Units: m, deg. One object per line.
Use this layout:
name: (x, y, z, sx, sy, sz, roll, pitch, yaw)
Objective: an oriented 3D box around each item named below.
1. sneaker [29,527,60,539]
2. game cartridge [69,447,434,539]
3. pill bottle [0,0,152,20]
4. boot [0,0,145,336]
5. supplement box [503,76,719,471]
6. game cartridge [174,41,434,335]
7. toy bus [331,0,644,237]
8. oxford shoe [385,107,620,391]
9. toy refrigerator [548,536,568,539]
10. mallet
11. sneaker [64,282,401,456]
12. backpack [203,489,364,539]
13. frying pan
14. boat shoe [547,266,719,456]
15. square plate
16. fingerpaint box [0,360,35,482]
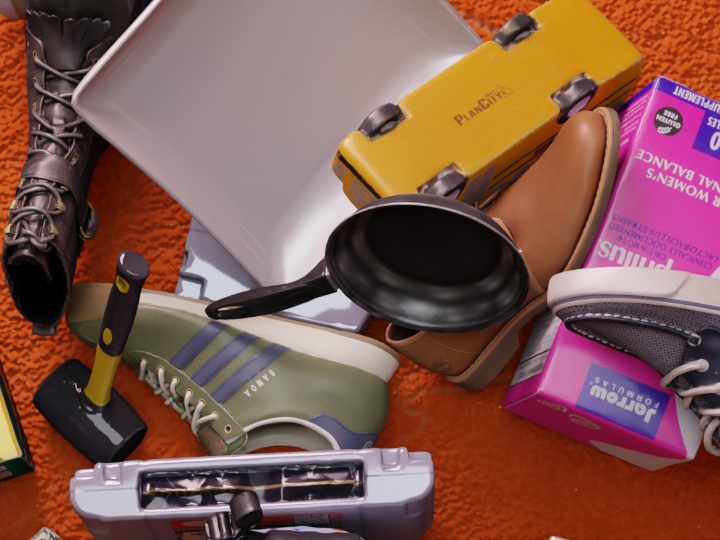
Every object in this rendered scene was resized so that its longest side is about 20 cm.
sneaker: (-0.261, 0.176, 1.565, 0.200, 0.077, 0.089, 7, 66, -3)
game cartridge: (-0.057, 0.133, 1.529, 0.200, 0.133, 0.041, -3, 78, 1)
pill bottle: (-0.119, -0.212, 1.604, 0.200, 0.120, 0.120, -3, 78, 6)
boot: (-0.169, -0.078, 1.533, 0.069, 0.200, 0.174, 5, 54, 6)
supplement box: (0.171, 0.004, 1.562, 0.101, 0.103, 0.200, 22, 81, -5)
game cartridge: (-0.026, -0.063, 1.621, 0.133, 0.040, 0.200, 12, 79, 7)
toy bus: (0.073, -0.086, 1.568, 0.200, 0.078, 0.065, -36, 75, -27)
oxford shoe: (0.081, -0.016, 1.536, 0.071, 0.071, 0.200, 21, 120, -21)
toy refrigerator: (0.195, 0.214, 1.538, 0.200, 0.070, 0.076, 15, 79, 5)
mallet: (-0.149, 0.040, 1.526, 0.066, 0.200, 0.041, 38, 58, 17)
sneaker: (-0.082, 0.069, 1.576, 0.200, 0.067, 0.090, 12, 76, 3)
backpack: (-0.018, 0.227, 1.481, 0.154, 0.191, 0.200, 5, 83, -4)
frying pan: (0.014, 0.008, 1.516, 0.115, 0.190, 0.031, 34, 50, -25)
boat shoe: (0.195, 0.059, 1.467, 0.200, 0.075, 0.093, 11, 74, -9)
square plate: (-0.046, -0.114, 1.550, 0.200, 0.028, 0.198, -52, 125, -9)
fingerpaint box: (-0.312, 0.068, 1.579, 0.200, 0.073, 0.167, -19, 79, -3)
